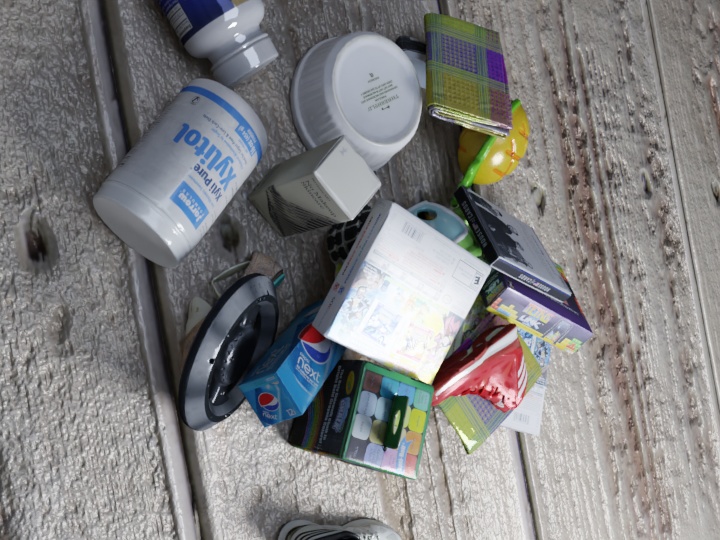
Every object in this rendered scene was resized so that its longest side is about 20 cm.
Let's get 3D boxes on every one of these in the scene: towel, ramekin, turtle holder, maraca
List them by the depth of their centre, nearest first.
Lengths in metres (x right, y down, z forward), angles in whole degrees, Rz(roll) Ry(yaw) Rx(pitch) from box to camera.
[{"bbox_3d":[0.002,-0.250,1.091,0.198,0.093,0.209,4,82,-32],"label":"ramekin"},{"bbox_3d":[0.113,-0.037,1.110,0.183,0.141,0.134,-30,86,-9],"label":"turtle holder"},{"bbox_3d":[0.159,-0.298,1.133,0.140,0.023,0.205,11,60,-19],"label":"towel"},{"bbox_3d":[0.192,0.162,1.141,0.200,0.023,0.145,-43,107,-27],"label":"towel"},{"bbox_3d":[0.202,-0.189,1.198,0.106,0.138,0.202,31,72,11],"label":"maraca"}]

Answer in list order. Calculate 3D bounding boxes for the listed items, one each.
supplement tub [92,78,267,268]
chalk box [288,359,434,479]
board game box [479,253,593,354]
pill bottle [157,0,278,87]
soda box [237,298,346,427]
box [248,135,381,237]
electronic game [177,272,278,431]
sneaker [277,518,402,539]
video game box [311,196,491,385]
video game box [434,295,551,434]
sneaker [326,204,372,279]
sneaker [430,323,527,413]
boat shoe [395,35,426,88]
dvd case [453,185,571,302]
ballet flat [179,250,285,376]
[{"bbox_3d":[-0.215,-0.121,0.916,0.132,0.131,0.202,42,65,-21],"label":"supplement tub"},{"bbox_3d":[0.012,0.194,0.985,0.122,0.198,0.128,23,74,-29],"label":"chalk box"},{"bbox_3d":[0.267,0.025,1.201,0.197,0.057,0.167,26,31,-28],"label":"board game box"},{"bbox_3d":[-0.192,-0.345,0.962,0.119,0.119,0.203,-38,105,-29],"label":"pill bottle"},{"bbox_3d":[-0.074,0.111,0.968,0.065,0.067,0.200,59,31,-14],"label":"soda box"},{"bbox_3d":[-0.065,-0.104,0.969,0.082,0.198,0.069,48,65,-18],"label":"box"},{"bbox_3d":[-0.158,0.099,0.914,0.041,0.201,0.203,22,66,16],"label":"electronic game"},{"bbox_3d":[-0.004,0.382,1.005,0.196,0.114,0.078,14,77,-31],"label":"sneaker"},{"bbox_3d":[0.058,0.033,0.973,0.198,0.047,0.185,29,88,-35],"label":"video game box"},{"bbox_3d":[0.219,0.151,1.206,0.196,0.046,0.187,20,77,-29],"label":"video game box"},{"bbox_3d":[0.000,0.000,1.065,0.085,0.075,0.204,54,28,-50],"label":"sneaker"},{"bbox_3d":[0.177,0.169,1.075,0.197,0.078,0.118,-29,98,-28],"label":"sneaker"},{"bbox_3d":[0.139,-0.319,1.202,0.195,0.074,0.070,14,60,-19],"label":"boat shoe"},{"bbox_3d":[0.234,-0.039,1.149,0.198,0.025,0.152,24,35,-41],"label":"dvd case"},{"bbox_3d":[-0.180,0.049,0.968,0.067,0.068,0.200,42,58,0],"label":"ballet flat"}]
